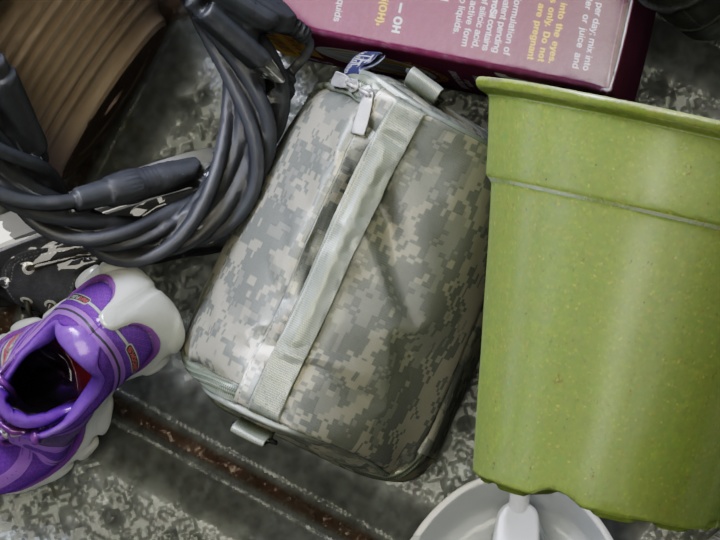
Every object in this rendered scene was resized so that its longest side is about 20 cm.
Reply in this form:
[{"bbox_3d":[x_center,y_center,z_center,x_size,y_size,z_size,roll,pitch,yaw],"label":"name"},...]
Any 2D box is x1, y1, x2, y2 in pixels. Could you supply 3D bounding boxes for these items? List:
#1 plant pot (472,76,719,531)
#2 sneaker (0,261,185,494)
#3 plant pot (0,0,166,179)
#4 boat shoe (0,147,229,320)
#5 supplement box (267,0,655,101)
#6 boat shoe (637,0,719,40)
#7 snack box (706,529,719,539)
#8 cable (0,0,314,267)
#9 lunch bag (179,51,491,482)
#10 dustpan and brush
[{"bbox_3d":[0.132,0.021,1.433,0.200,0.200,0.190,13,92,9],"label":"plant pot"},{"bbox_3d":[-0.171,0.062,1.553,0.081,0.200,0.083,49,49,5],"label":"sneaker"},{"bbox_3d":[-0.164,-0.113,1.553,0.093,0.201,0.201,33,90,0],"label":"plant pot"},{"bbox_3d":[-0.157,-0.002,1.609,0.200,0.070,0.066,-20,81,-1],"label":"boat shoe"},{"bbox_3d":[0.049,-0.150,1.556,0.200,0.131,0.103,12,86,10],"label":"supplement box"},{"bbox_3d":[0.191,-0.209,1.477,0.074,0.063,0.202,12,71,42],"label":"boat shoe"},{"bbox_3d":[0.283,0.132,1.450,0.200,0.053,0.142,-38,105,-8],"label":"snack box"},{"bbox_3d":[-0.129,-0.095,1.470,0.200,0.051,0.163,29,97,-27],"label":"cable"},{"bbox_3d":[0.000,0.000,1.531,0.139,0.168,0.200,25,89,9],"label":"lunch bag"},{"bbox_3d":[0.082,0.134,1.561,0.139,0.057,0.200,4,74,8],"label":"dustpan and brush"}]
